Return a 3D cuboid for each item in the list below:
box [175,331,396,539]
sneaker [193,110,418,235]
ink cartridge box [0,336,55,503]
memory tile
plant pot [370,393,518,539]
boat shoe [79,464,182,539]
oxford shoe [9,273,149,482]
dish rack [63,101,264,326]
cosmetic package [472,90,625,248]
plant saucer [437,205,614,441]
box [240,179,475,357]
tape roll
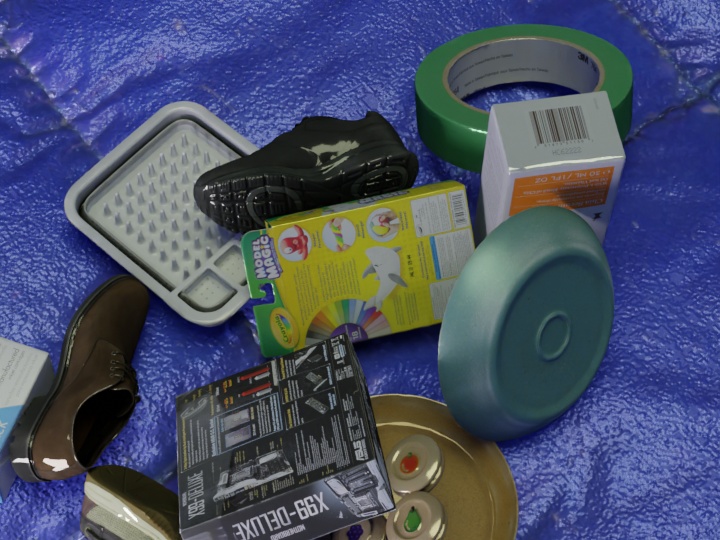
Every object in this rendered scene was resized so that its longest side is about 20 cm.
[{"bbox_3d":[-0.064,0.140,1.325,0.156,0.050,0.200,-21,27,2],"label":"box"},{"bbox_3d":[-0.053,-0.089,1.483,0.198,0.076,0.091,-10,48,-16],"label":"sneaker"},{"bbox_3d":[-0.367,0.101,1.406,0.198,0.068,0.116,17,60,9],"label":"ink cartridge box"},{"bbox_3d":[-0.023,0.211,1.309,0.198,0.017,0.155,-18,50,24],"label":"memory tile"},{"bbox_3d":[0.029,0.197,1.381,0.198,0.028,0.202,1,59,-1],"label":"plant pot"},{"bbox_3d":[-0.145,0.225,1.330,0.200,0.067,0.071,30,23,29],"label":"boat shoe"},{"bbox_3d":[-0.209,0.089,1.398,0.084,0.073,0.201,-3,52,32],"label":"oxford shoe"},{"bbox_3d":[-0.147,-0.046,1.513,0.199,0.044,0.172,38,66,19],"label":"dish rack"},{"bbox_3d":[0.156,-0.059,1.434,0.100,0.201,0.072,-8,59,-5],"label":"cosmetic package"},{"bbox_3d":[0.146,0.049,1.374,0.200,0.201,0.036,-42,39,-23],"label":"plant saucer"},{"bbox_3d":[0.000,0.000,1.452,0.198,0.048,0.119,-12,101,-10],"label":"box"},{"bbox_3d":[0.148,-0.158,1.538,0.198,0.049,0.201,-3,37,2],"label":"tape roll"}]
